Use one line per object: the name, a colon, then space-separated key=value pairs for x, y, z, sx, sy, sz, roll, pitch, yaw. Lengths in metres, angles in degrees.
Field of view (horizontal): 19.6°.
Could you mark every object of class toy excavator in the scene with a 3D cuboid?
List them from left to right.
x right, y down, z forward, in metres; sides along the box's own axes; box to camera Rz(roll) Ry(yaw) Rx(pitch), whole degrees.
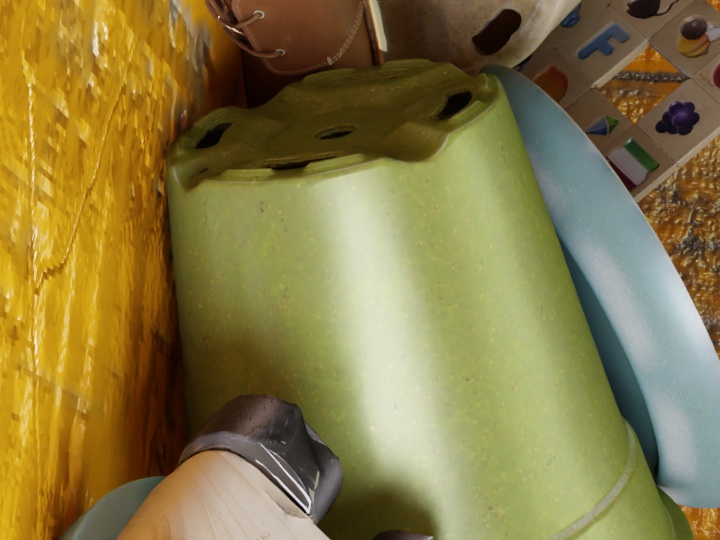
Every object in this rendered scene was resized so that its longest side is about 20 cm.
toy excavator: x=-0.042 y=0.164 z=0.669 sx=0.200 sy=0.194 sz=0.100 roll=-39 pitch=-170 yaw=41

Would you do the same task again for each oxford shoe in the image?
oxford shoe: x=-0.033 y=-0.102 z=0.783 sx=0.071 sy=0.071 sz=0.202 roll=-37 pitch=138 yaw=-39

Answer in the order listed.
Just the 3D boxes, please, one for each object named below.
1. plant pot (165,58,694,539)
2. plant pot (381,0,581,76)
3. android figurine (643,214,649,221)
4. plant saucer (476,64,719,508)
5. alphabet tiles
plant pot: x=0.010 y=0.032 z=0.751 sx=0.200 sy=0.198 sz=0.192 roll=-65 pitch=146 yaw=-65
plant pot: x=0.053 y=-0.181 z=0.903 sx=0.184 sy=0.198 sz=0.202 roll=-57 pitch=152 yaw=-49
android figurine: x=0.075 y=0.039 z=1.102 sx=0.201 sy=0.182 sz=0.041 roll=-56 pitch=144 yaw=6
plant saucer: x=0.087 y=0.012 z=0.838 sx=0.201 sy=0.027 sz=0.200 roll=59 pitch=-10 yaw=17
alphabet tiles: x=0.082 y=-0.095 z=1.006 sx=0.200 sy=0.167 sz=0.008 roll=50 pitch=-1 yaw=40
